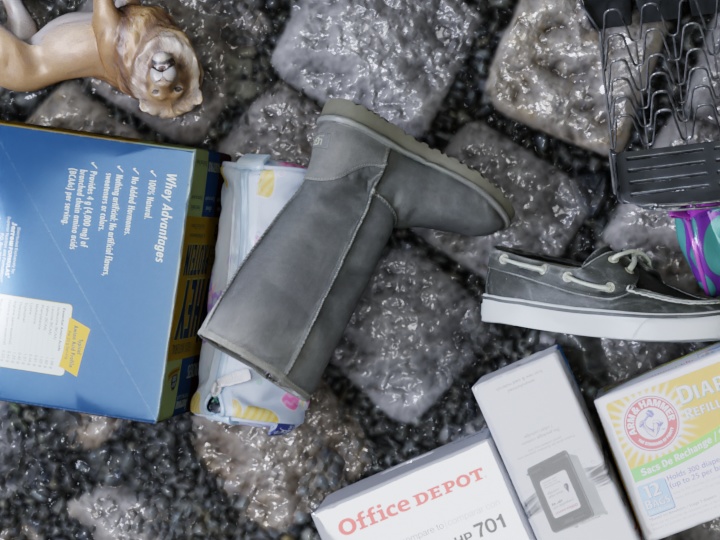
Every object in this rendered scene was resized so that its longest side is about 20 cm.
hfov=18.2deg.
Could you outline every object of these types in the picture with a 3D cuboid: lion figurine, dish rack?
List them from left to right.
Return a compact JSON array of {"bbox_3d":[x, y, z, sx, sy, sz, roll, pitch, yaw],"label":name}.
[{"bbox_3d":[-0.215,-0.168,1.679,0.200,0.072,0.123,-3,107,21],"label":"lion figurine"},{"bbox_3d":[0.237,-0.134,1.580,0.153,0.055,0.200,-8,56,9],"label":"dish rack"}]

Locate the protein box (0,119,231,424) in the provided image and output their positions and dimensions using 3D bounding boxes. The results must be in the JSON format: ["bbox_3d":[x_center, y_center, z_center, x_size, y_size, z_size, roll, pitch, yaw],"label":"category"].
[{"bbox_3d":[-0.215,-0.003,1.641,0.200,0.135,0.199,8,92,7],"label":"protein box"}]

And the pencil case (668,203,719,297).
[{"bbox_3d":[0.322,-0.048,1.593,0.200,0.092,0.085,-19,50,9],"label":"pencil case"}]

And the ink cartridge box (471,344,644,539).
[{"bbox_3d":[0.151,0.158,1.608,0.067,0.116,0.200,-24,89,6],"label":"ink cartridge box"}]

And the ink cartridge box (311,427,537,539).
[{"bbox_3d":[0.070,0.235,1.636,0.146,0.086,0.200,-24,90,7],"label":"ink cartridge box"}]

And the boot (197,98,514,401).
[{"bbox_3d":[0.000,0.001,1.602,0.182,0.073,0.200,27,73,-17],"label":"boot"}]

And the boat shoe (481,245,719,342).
[{"bbox_3d":[0.177,0.015,1.601,0.200,0.071,0.064,6,93,28],"label":"boat shoe"}]

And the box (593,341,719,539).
[{"bbox_3d":[0.275,0.104,1.597,0.200,0.101,0.113,-22,89,7],"label":"box"}]

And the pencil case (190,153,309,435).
[{"bbox_3d":[-0.074,0.017,1.647,0.083,0.091,0.200,8,90,44],"label":"pencil case"}]
